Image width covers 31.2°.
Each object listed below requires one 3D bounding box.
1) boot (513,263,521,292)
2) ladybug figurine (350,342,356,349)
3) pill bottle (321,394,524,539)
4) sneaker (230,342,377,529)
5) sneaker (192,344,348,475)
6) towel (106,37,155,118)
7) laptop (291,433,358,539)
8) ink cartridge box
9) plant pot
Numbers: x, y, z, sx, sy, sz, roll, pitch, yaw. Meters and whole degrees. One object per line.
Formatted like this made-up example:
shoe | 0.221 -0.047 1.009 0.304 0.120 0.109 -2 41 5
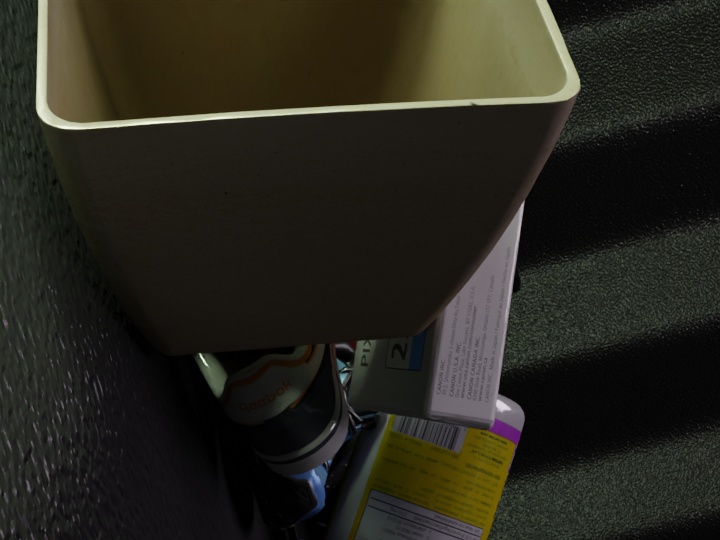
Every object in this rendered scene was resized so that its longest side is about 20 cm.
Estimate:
boot | 0.000 0.000 0.855 0.200 0.168 0.077 -138 -154 -70
ladybug figurine | -0.036 -0.019 1.007 0.072 0.135 0.201 -11 94 -43
pill bottle | 0.032 0.169 0.850 0.104 0.104 0.201 65 44 -78
sneaker | -0.032 0.085 0.806 0.200 0.090 0.079 -97 172 -68
sneaker | -0.057 0.022 0.745 0.080 0.078 0.200 58 5 -36
towel | -0.122 -0.129 0.772 0.200 0.023 0.153 -102 178 -45
laptop | 0.016 0.199 0.981 0.103 0.200 0.177 39 -6 15
ink cartridge box | 0.028 -0.021 0.709 0.176 0.045 0.201 -5 -105 66
plant pot | -0.035 -0.071 0.588 0.177 0.199 0.200 95 -13 -48
